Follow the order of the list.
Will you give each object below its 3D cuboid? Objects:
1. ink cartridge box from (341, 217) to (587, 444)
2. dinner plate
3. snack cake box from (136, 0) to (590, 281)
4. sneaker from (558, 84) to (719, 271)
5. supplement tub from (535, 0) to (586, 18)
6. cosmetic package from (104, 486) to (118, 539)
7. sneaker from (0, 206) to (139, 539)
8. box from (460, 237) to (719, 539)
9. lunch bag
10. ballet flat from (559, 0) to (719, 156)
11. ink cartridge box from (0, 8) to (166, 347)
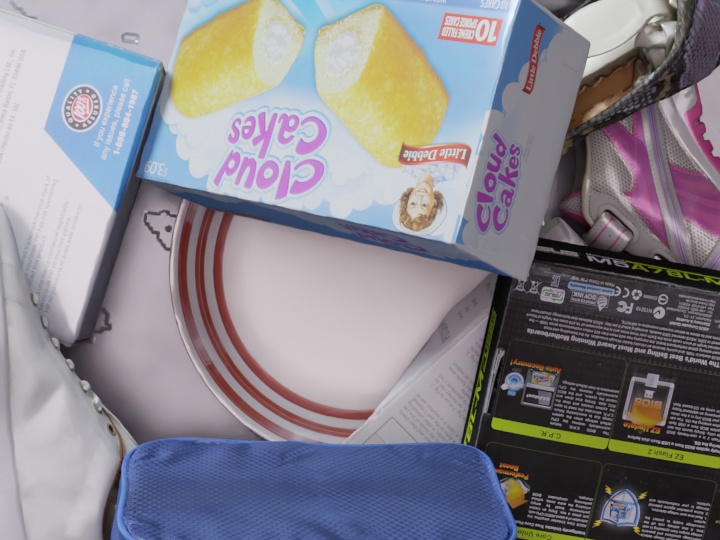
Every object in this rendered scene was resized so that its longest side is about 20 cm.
[{"bbox_3d":[0.082,0.099,0.947,0.200,0.050,0.161,-42,103,10],"label":"ink cartridge box"},{"bbox_3d":[0.000,0.000,0.967,0.198,0.024,0.202,0,88,-4],"label":"dinner plate"},{"bbox_3d":[-0.002,-0.074,0.872,0.199,0.067,0.116,13,84,38],"label":"snack cake box"},{"bbox_3d":[0.151,-0.030,0.953,0.088,0.081,0.201,-26,81,-3],"label":"sneaker"},{"bbox_3d":[0.057,-0.227,0.931,0.121,0.123,0.202,1,87,-3],"label":"supplement tub"},{"bbox_3d":[-0.125,0.165,0.928,0.199,0.073,0.104,23,85,-3],"label":"cosmetic package"},{"bbox_3d":[-0.150,0.061,0.869,0.084,0.073,0.202,-9,92,-27],"label":"sneaker"},{"bbox_3d":[0.148,0.095,0.903,0.198,0.048,0.195,9,108,-5],"label":"box"},{"bbox_3d":[-0.014,0.159,0.828,0.198,0.136,0.133,2,106,-3],"label":"lunch bag"},{"bbox_3d":[0.084,-0.087,0.900,0.200,0.072,0.072,-31,89,18],"label":"ballet flat"},{"bbox_3d":[-0.211,-0.061,0.927,0.199,0.084,0.146,18,89,-2],"label":"ink cartridge box"}]
